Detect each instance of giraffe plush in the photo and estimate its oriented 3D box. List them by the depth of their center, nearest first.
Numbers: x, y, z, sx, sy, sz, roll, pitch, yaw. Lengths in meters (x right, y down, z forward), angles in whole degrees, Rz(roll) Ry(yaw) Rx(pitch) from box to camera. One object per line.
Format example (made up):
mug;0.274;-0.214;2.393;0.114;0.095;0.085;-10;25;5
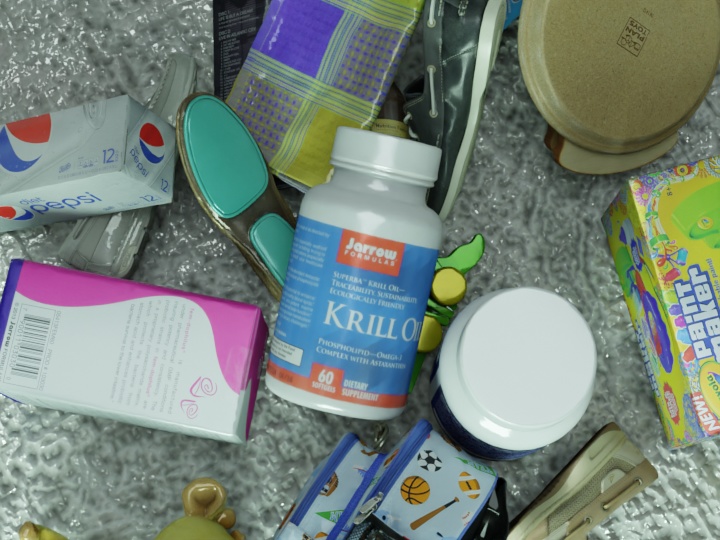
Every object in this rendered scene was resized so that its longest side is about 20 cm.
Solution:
giraffe plush;-0.151;0.253;0.916;0.160;0.174;0.201;-18;44;-14

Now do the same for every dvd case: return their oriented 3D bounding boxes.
dvd case;-0.059;-0.169;1.025;0.146;0.016;0.204;-9;77;27

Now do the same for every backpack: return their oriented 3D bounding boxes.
backpack;0.018;0.206;0.902;0.154;0.200;0.191;42;68;7

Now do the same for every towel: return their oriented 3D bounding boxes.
towel;-0.035;-0.167;0.989;0.143;0.023;0.202;31;96;30

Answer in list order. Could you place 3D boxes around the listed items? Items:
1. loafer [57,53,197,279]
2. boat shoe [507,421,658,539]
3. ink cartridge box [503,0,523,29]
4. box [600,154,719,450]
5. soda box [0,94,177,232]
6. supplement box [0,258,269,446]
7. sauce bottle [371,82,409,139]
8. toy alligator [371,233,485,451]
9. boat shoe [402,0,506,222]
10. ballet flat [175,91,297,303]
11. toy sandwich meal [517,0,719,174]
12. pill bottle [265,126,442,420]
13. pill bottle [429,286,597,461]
loafer;-0.189;-0.090;1.013;0.069;0.070;0.203;21;79;-4
boat shoe;0.150;0.208;0.949;0.065;0.071;0.200;44;80;9
ink cartridge box;0.122;-0.328;0.965;0.200;0.148;0.145;-43;67;-8
box;0.315;0.016;0.965;0.189;0.122;0.203;-15;78;-2
soda box;-0.243;-0.080;0.967;0.197;0.068;0.065;-8;69;28
supplement box;-0.178;0.067;0.964;0.196;0.103;0.103;11;77;4
sauce bottle;0.010;-0.108;1.021;0.063;0.065;0.204;-3;76;-1
toy alligator;0.035;0.051;0.985;0.054;0.059;0.202;28;87;-1
boat shoe;0.066;-0.129;0.980;0.066;0.203;0.072;13;34;7
ballet flat;-0.090;-0.049;0.987;0.068;0.072;0.201;-40;102;-18
toy sandwich meal;0.206;-0.184;0.996;0.201;0.070;0.209;-3;101;-16
pill bottle;0.000;0.000;0.917;0.110;0.112;0.204;12;94;3
pill bottle;0.111;0.078;0.910;0.113;0.200;0.118;0;78;0
